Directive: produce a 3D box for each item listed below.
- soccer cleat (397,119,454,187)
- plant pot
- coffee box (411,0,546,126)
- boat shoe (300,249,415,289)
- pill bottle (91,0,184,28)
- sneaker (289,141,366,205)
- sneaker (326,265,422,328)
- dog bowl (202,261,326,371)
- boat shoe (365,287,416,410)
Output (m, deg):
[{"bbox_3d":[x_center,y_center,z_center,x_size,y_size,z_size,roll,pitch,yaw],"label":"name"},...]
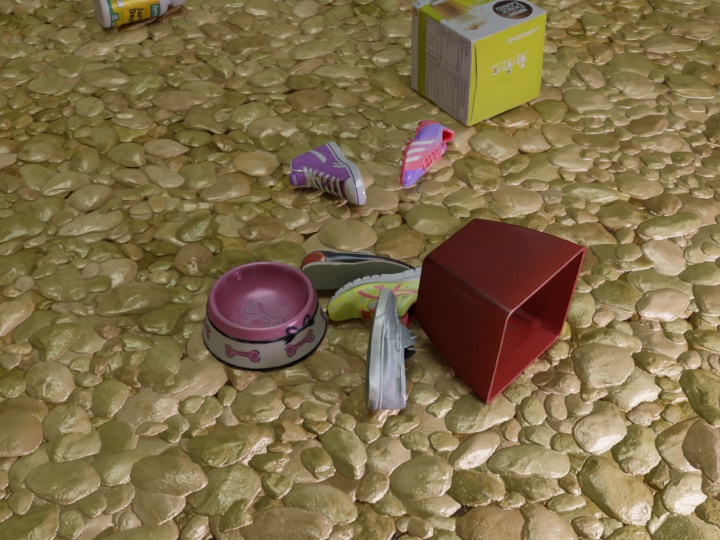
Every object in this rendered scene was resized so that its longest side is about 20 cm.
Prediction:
[{"bbox_3d":[0.123,-0.223,2.070,0.076,0.067,0.200,13,39,9],"label":"soccer cleat"},{"bbox_3d":[0.194,0.038,1.636,0.176,0.200,0.200,35,51,26],"label":"plant pot"},{"bbox_3d":[0.239,-0.448,2.226,0.200,0.200,0.198,-26,46,-26],"label":"coffee box"},{"bbox_3d":[0.000,0.000,1.804,0.200,0.071,0.063,3,28,0],"label":"boat shoe"},{"bbox_3d":[-0.519,-0.641,2.538,0.200,0.113,0.113,-19,43,-20],"label":"pill bottle"},{"bbox_3d":[-0.066,-0.163,2.003,0.114,0.073,0.200,-19,33,-14],"label":"sneaker"},{"bbox_3d":[0.044,0.056,1.735,0.200,0.078,0.090,-14,64,1],"label":"sneaker"},{"bbox_3d":[-0.155,0.064,1.727,0.200,0.074,0.200,0,40,0],"label":"dog bowl"},{"bbox_3d":[0.048,0.121,1.647,0.071,0.070,0.201,8,59,-4],"label":"boat shoe"}]
